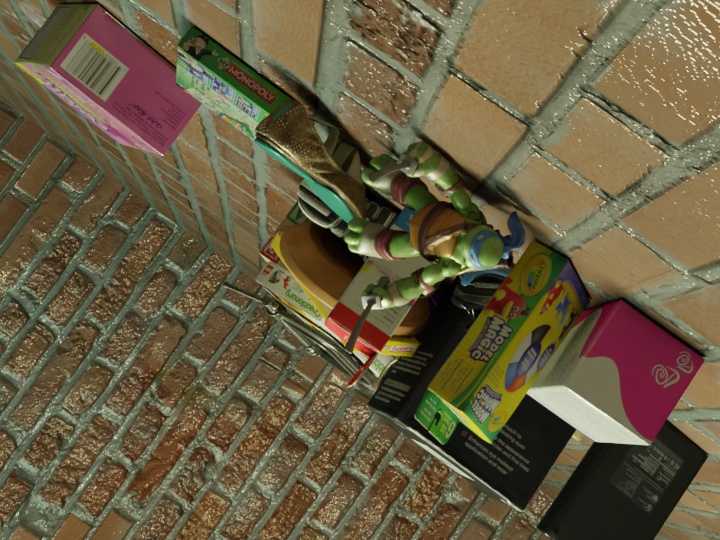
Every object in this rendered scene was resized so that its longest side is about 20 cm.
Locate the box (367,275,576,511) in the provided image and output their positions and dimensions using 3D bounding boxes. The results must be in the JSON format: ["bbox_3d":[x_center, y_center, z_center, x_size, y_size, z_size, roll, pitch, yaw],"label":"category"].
[{"bbox_3d":[0.151,0.142,1.629,0.197,0.200,0.117,38,172,-15],"label":"box"}]

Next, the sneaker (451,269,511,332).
[{"bbox_3d":[0.156,0.053,1.504,0.071,0.083,0.200,29,171,43],"label":"sneaker"}]

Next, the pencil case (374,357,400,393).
[{"bbox_3d":[0.084,0.176,1.792,0.200,0.078,0.090,40,-143,-64],"label":"pencil case"}]

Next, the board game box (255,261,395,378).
[{"bbox_3d":[-0.036,0.069,1.756,0.126,0.035,0.200,31,171,40],"label":"board game box"}]

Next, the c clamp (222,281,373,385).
[{"bbox_3d":[-0.065,0.083,1.767,0.171,0.027,0.200,25,166,35],"label":"c clamp"}]

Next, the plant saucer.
[{"bbox_3d":[0.000,0.000,1.630,0.200,0.037,0.200,27,-156,-13],"label":"plant saucer"}]

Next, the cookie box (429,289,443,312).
[{"bbox_3d":[0.143,0.117,1.852,0.200,0.075,0.171,41,-173,-39],"label":"cookie box"}]

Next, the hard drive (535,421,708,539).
[{"bbox_3d":[0.321,0.271,1.684,0.140,0.200,0.033,39,172,-23],"label":"hard drive"}]

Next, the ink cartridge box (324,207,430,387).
[{"bbox_3d":[0.023,0.024,1.464,0.067,0.200,0.116,35,172,1],"label":"ink cartridge box"}]

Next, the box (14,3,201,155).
[{"bbox_3d":[-0.314,-0.239,1.720,0.176,0.097,0.200,39,173,-27],"label":"box"}]

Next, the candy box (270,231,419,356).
[{"bbox_3d":[-0.020,0.027,1.632,0.102,0.026,0.200,5,-145,-41],"label":"candy box"}]

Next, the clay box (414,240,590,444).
[{"bbox_3d":[0.136,0.081,1.311,0.048,0.200,0.115,31,172,28],"label":"clay box"}]

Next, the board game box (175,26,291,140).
[{"bbox_3d":[-0.138,-0.191,1.492,0.135,0.029,0.200,35,173,-5],"label":"board game box"}]

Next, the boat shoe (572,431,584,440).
[{"bbox_3d":[0.277,0.203,1.935,0.072,0.076,0.200,36,173,-5],"label":"boat shoe"}]

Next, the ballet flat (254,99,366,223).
[{"bbox_3d":[-0.034,-0.110,1.398,0.070,0.065,0.200,32,175,33],"label":"ballet flat"}]

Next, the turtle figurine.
[{"bbox_3d":[0.029,-0.044,1.253,0.194,0.200,0.144,30,138,64],"label":"turtle figurine"}]

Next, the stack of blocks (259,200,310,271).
[{"bbox_3d":[-0.015,-0.007,1.768,0.200,0.115,0.059,34,173,19],"label":"stack of blocks"}]

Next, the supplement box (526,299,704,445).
[{"bbox_3d":[0.243,0.103,1.360,0.103,0.101,0.200,35,173,1],"label":"supplement box"}]

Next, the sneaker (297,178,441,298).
[{"bbox_3d":[0.012,-0.051,1.615,0.200,0.076,0.116,41,-177,-10],"label":"sneaker"}]
